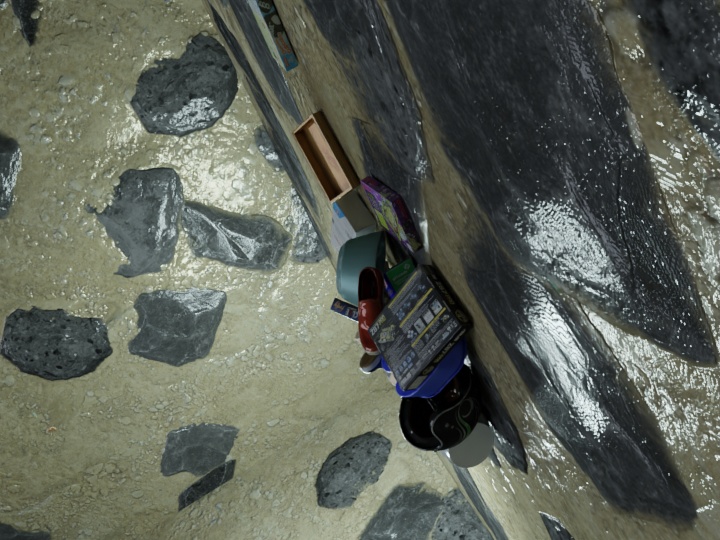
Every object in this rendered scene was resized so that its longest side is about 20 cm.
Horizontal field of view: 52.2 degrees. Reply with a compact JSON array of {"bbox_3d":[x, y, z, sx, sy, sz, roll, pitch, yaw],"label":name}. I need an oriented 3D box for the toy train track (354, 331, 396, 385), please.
[{"bbox_3d":[0.071,0.209,1.851,0.198,0.117,0.032,29,-158,28],"label":"toy train track"}]

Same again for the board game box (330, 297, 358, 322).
[{"bbox_3d":[0.035,0.132,1.870,0.198,0.035,0.135,27,175,-34],"label":"board game box"}]

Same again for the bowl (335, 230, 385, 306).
[{"bbox_3d":[0.000,0.000,1.796,0.201,0.103,0.205,5,-90,-82],"label":"bowl"}]

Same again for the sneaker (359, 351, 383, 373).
[{"bbox_3d":[0.075,0.200,1.663,0.110,0.069,0.200,57,-145,-9],"label":"sneaker"}]

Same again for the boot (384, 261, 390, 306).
[{"bbox_3d":[0.073,0.050,2.000,0.199,0.069,0.149,14,-115,-58],"label":"boot"}]

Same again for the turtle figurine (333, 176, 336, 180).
[{"bbox_3d":[-0.097,-0.294,1.873,0.162,0.064,0.201,52,160,15],"label":"turtle figurine"}]

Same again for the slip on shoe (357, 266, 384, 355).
[{"bbox_3d":[0.022,0.085,1.609,0.061,0.073,0.204,41,-136,-60],"label":"slip on shoe"}]

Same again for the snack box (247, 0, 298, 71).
[{"bbox_3d":[-0.211,-0.572,1.699,0.117,0.037,0.202,55,171,51],"label":"snack box"}]

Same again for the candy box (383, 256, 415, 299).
[{"bbox_3d":[0.126,0.082,1.695,0.202,0.076,0.169,59,176,5],"label":"candy box"}]

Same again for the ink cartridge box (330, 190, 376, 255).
[{"bbox_3d":[-0.022,-0.101,1.940,0.117,0.066,0.201,56,160,23],"label":"ink cartridge box"}]

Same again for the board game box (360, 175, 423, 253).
[{"bbox_3d":[0.063,-0.120,1.524,0.121,0.032,0.200,59,175,-26],"label":"board game box"}]

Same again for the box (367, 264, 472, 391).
[{"bbox_3d":[0.113,0.115,1.470,0.049,0.201,0.162,1,-135,-46],"label":"box"}]

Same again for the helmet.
[{"bbox_3d":[0.180,0.310,1.675,0.201,0.197,0.193,55,163,41],"label":"helmet"}]

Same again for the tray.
[{"bbox_3d":[-0.085,-0.275,1.800,0.098,0.037,0.202,-28,92,48],"label":"tray"}]

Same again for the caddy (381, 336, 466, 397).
[{"bbox_3d":[0.138,0.179,1.552,0.104,0.201,0.143,4,-135,-44],"label":"caddy"}]

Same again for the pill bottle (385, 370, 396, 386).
[{"bbox_3d":[0.141,0.258,1.943,0.115,0.113,0.199,59,-165,15],"label":"pill bottle"}]

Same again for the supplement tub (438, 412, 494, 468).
[{"bbox_3d":[0.237,0.385,1.839,0.147,0.144,0.200,63,174,-24],"label":"supplement tub"}]
